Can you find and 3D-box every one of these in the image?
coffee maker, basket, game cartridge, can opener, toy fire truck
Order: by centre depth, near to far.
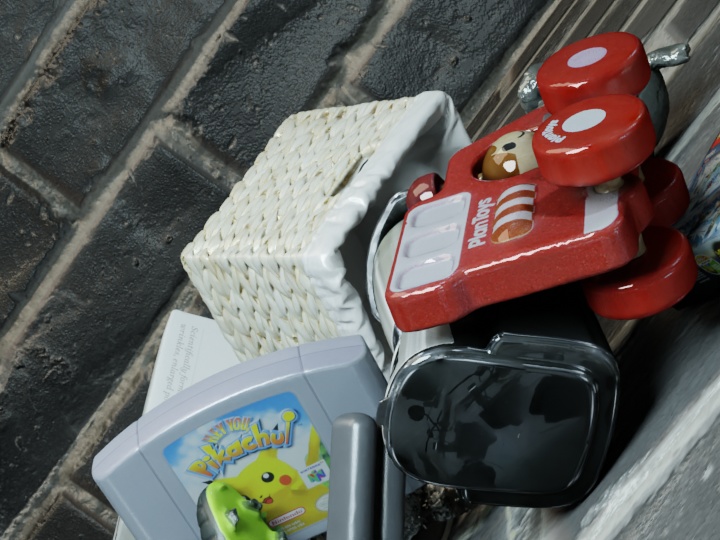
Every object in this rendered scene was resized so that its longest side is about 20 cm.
[{"bbox_3d":[0.099,-0.045,0.942,0.167,0.113,0.201,-15,28,16],"label":"toy fire truck"},{"bbox_3d":[0.014,0.188,0.985,0.067,0.053,0.202,-8,76,47],"label":"can opener"},{"bbox_3d":[0.101,0.037,1.000,0.190,0.136,0.201,-16,30,5],"label":"coffee maker"},{"bbox_3d":[-0.067,0.125,1.058,0.199,0.134,0.041,-25,27,6],"label":"game cartridge"},{"bbox_3d":[0.000,0.000,1.214,0.160,0.201,0.199,1,42,37],"label":"basket"}]

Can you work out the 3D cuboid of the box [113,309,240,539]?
[{"bbox_3d":[-0.087,0.166,1.308,0.131,0.198,0.200,115,167,-53],"label":"box"}]

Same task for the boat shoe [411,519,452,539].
[{"bbox_3d":[0.018,0.213,1.167,0.067,0.057,0.200,-51,6,37],"label":"boat shoe"}]

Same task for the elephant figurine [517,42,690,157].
[{"bbox_3d":[0.176,-0.075,1.311,0.156,0.140,0.201,80,-152,-46],"label":"elephant figurine"}]

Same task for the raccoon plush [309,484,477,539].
[{"bbox_3d":[-0.001,0.123,1.137,0.199,0.135,0.097,-32,13,7],"label":"raccoon plush"}]

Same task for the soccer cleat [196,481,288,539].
[{"bbox_3d":[-0.065,0.233,1.019,0.081,0.201,0.067,-30,-7,21],"label":"soccer cleat"}]

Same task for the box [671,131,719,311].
[{"bbox_3d":[0.245,-0.059,0.943,0.137,0.040,0.200,-57,5,-18],"label":"box"}]
